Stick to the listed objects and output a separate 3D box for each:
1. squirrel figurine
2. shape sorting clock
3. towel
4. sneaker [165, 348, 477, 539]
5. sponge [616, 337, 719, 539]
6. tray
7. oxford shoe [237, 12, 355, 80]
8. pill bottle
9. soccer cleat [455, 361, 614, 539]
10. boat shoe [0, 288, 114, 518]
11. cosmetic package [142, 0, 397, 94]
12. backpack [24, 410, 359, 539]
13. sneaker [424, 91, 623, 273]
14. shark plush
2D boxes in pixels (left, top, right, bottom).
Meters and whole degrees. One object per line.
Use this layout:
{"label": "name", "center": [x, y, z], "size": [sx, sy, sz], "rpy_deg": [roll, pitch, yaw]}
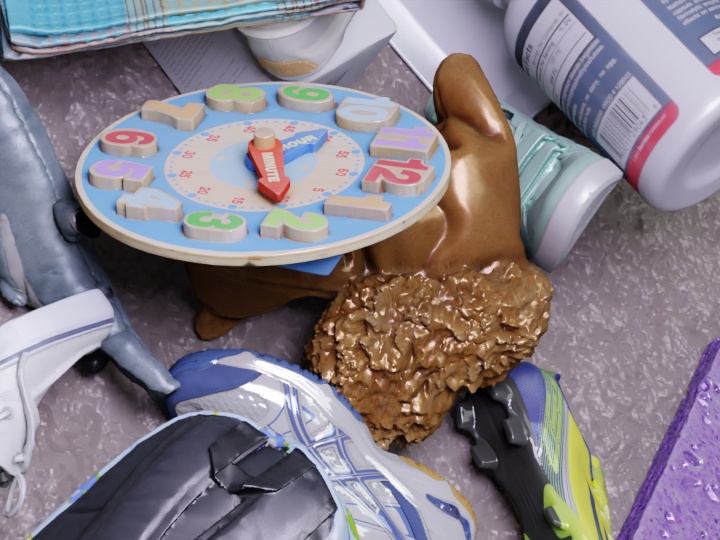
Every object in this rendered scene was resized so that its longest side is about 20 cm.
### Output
{"label": "squirrel figurine", "center": [0.000, 0.000, 1.384], "size": [0.187, 0.142, 0.200], "rpy_deg": [-14, 67, -30]}
{"label": "shape sorting clock", "center": [-0.051, -0.057, 1.296], "size": [0.200, 0.039, 0.200], "rpy_deg": [2, 31, -1]}
{"label": "towel", "center": [-0.108, -0.177, 1.364], "size": [0.200, 0.022, 0.147], "rpy_deg": [-9, 42, -8]}
{"label": "sneaker", "center": [-0.027, 0.121, 1.328], "size": [0.200, 0.075, 0.088], "rpy_deg": [34, 50, -9]}
{"label": "sponge", "center": [0.234, 0.137, 1.512], "size": [0.112, 0.030, 0.200], "rpy_deg": [37, 49, -7]}
{"label": "tray", "center": [0.057, -0.182, 1.565], "size": [0.200, 0.107, 0.022], "rpy_deg": [50, 15, 4]}
{"label": "oxford shoe", "center": [-0.019, -0.177, 1.429], "size": [0.200, 0.075, 0.058], "rpy_deg": [-61, 145, -46]}
{"label": "pill bottle", "center": [0.157, -0.143, 1.461], "size": [0.120, 0.120, 0.200], "rpy_deg": [-21, 61, -39]}
{"label": "soccer cleat", "center": [0.124, 0.143, 1.418], "size": [0.084, 0.065, 0.200], "rpy_deg": [-4, 65, -41]}
{"label": "boat shoe", "center": [-0.196, 0.086, 1.242], "size": [0.202, 0.075, 0.086], "rpy_deg": [-31, 90, -33]}
{"label": "cosmetic package", "center": [-0.086, -0.184, 1.477], "size": [0.113, 0.081, 0.200], "rpy_deg": [-33, 83, -39]}
{"label": "backpack", "center": [-0.091, 0.163, 1.191], "size": [0.163, 0.154, 0.200], "rpy_deg": [32, 87, 26]}
{"label": "sneaker", "center": [0.086, -0.063, 1.462], "size": [0.118, 0.200, 0.074], "rpy_deg": [37, 90, -4]}
{"label": "shark plush", "center": [-0.169, -0.013, 1.316], "size": [0.091, 0.083, 0.200], "rpy_deg": [-12, 69, -37]}
